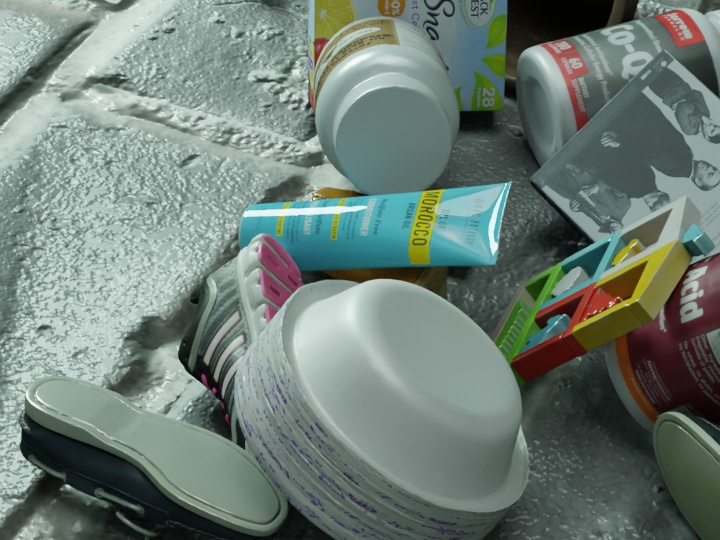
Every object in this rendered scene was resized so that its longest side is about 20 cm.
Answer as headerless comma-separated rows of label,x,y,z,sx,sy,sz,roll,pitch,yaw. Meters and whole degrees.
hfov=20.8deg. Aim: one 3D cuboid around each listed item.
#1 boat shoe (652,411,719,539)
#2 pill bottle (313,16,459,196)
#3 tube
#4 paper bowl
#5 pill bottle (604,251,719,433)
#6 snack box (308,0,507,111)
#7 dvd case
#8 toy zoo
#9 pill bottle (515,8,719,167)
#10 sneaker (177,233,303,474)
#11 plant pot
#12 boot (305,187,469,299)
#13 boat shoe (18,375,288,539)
boat shoe,0.275,0.161,1.299,0.066,0.075,0.199,-19,45,-29
pill bottle,0.020,-0.126,1.550,0.113,0.115,0.200,2,19,-3
tube,0.011,-0.028,1.420,0.198,0.050,0.078,-3,54,23
paper bowl,0.025,0.087,1.281,0.200,0.105,0.201,30,29,-18
pill bottle,0.273,0.037,1.336,0.114,0.199,0.115,18,61,-35
snack box,0.040,-0.238,1.661,0.167,0.202,0.068,-1,18,-7
dvd case,0.249,-0.054,1.504,0.150,0.025,0.200,-43,66,1
toy zoo,0.169,0.016,1.398,0.020,0.199,0.131,48,42,-13
pill bottle,0.239,-0.152,1.628,0.198,0.114,0.114,-16,42,-11
sneaker,-0.082,0.076,1.375,0.087,0.074,0.201,-26,54,29
plant pot,0.182,-0.274,1.754,0.199,0.202,0.174,26,26,25
boot,0.000,-0.001,1.479,0.143,0.071,0.201,9,29,15
boat shoe,-0.141,0.138,1.297,0.199,0.062,0.075,22,31,12
